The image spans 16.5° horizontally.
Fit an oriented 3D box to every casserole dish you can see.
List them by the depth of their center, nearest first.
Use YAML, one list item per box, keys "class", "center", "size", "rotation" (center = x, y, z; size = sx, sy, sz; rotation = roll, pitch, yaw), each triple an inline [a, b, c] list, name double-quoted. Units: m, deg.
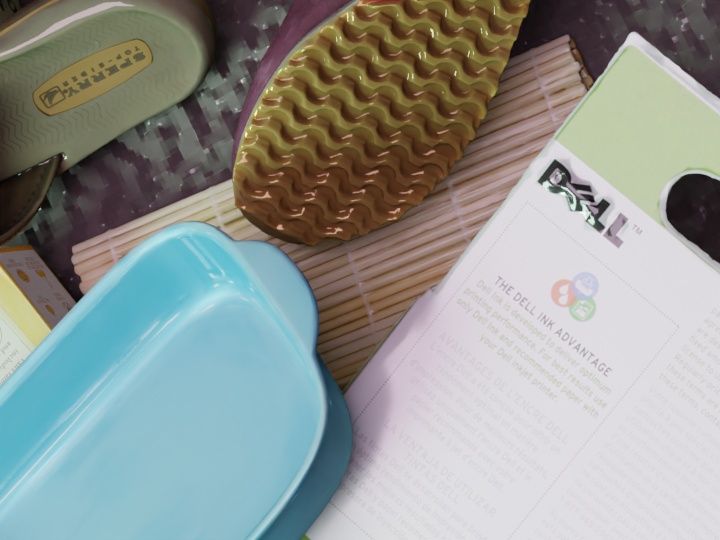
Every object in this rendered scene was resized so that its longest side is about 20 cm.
- class: "casserole dish"
  center: [-0.077, 0.077, 0.792]
  size: [0.200, 0.039, 0.121]
  rotation: [-46, 50, 11]

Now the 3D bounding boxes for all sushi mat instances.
- class: "sushi mat"
  center: [0.000, 0.000, 0.860]
  size: [0.199, 0.012, 0.096]
  rotation: [-22, 82, 13]

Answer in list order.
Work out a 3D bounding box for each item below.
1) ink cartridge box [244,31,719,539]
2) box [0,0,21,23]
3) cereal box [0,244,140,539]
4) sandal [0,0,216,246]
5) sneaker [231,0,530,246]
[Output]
- class: "ink cartridge box"
  center: [0.083, 0.049, 0.796]
  size: [0.148, 0.076, 0.200]
  rotation: [40, 99, 8]
- class: "box"
  center: [-0.206, -0.156, 0.888]
  size: [0.094, 0.078, 0.201]
  rotation: [-25, 82, 13]
- class: "cereal box"
  center: [-0.109, 0.113, 0.865]
  size: [0.144, 0.039, 0.200]
  rotation: [-42, 79, 17]
- class: "sandal"
  center: [-0.136, -0.035, 0.860]
  size: [0.199, 0.080, 0.054]
  rotation: [-28, 49, 8]
- class: "sneaker"
  center: [0.019, -0.102, 0.831]
  size: [0.075, 0.090, 0.201]
  rotation: [27, 111, -17]
